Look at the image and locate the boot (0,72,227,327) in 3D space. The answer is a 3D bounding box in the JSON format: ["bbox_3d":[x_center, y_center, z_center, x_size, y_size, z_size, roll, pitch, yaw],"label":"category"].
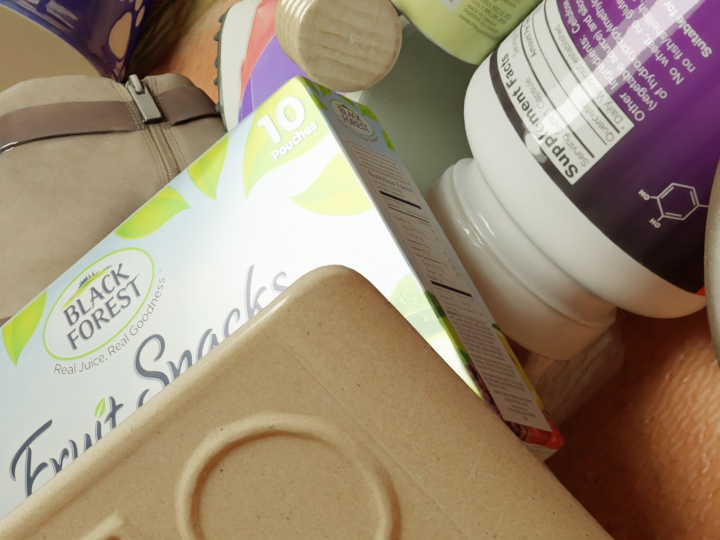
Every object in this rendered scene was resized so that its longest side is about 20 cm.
[{"bbox_3d":[-0.127,-0.015,1.162,0.146,0.199,0.070,66,148,32],"label":"boot"}]

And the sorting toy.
[{"bbox_3d":[-0.021,0.118,0.865,0.200,0.185,0.036,-40,14,16],"label":"sorting toy"}]

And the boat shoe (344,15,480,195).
[{"bbox_3d":[0.001,0.001,1.027,0.071,0.070,0.202,28,111,59],"label":"boat shoe"}]

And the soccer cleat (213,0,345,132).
[{"bbox_3d":[-0.017,-0.033,1.130,0.073,0.068,0.201,-16,54,20],"label":"soccer cleat"}]

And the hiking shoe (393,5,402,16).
[{"bbox_3d":[0.068,-0.156,1.064,0.200,0.101,0.076,-59,23,0],"label":"hiking shoe"}]

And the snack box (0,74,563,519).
[{"bbox_3d":[-0.050,0.054,0.925,0.200,0.053,0.142,-39,62,19],"label":"snack box"}]

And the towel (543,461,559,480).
[{"bbox_3d":[-0.009,0.124,0.946,0.200,0.048,0.171,-49,60,16],"label":"towel"}]

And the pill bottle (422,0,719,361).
[{"bbox_3d":[0.113,-0.063,0.929,0.200,0.112,0.113,-45,35,22],"label":"pill bottle"}]

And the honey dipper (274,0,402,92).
[{"bbox_3d":[-0.021,-0.100,1.031,0.038,0.038,0.200,-56,16,6],"label":"honey dipper"}]

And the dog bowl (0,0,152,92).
[{"bbox_3d":[-0.197,-0.146,1.329,0.200,0.200,0.079,-3,65,52],"label":"dog bowl"}]

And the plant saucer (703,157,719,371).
[{"bbox_3d":[0.179,-0.009,0.799,0.200,0.032,0.201,-5,82,35],"label":"plant saucer"}]

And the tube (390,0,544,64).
[{"bbox_3d":[0.087,-0.155,0.932,0.200,0.058,0.052,-49,52,22],"label":"tube"}]
